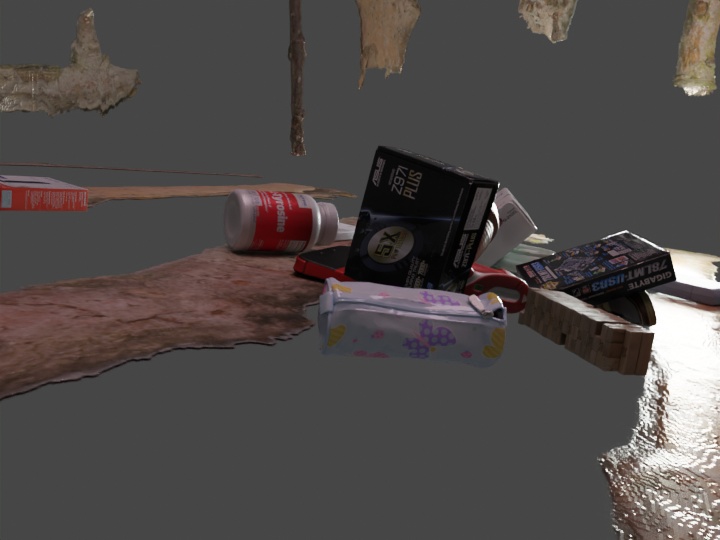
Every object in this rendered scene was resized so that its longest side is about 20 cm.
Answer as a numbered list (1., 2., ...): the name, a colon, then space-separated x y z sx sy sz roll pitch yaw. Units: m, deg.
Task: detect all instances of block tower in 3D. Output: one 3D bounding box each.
1. block tower: 0.282 0.072 0.827 0.054 0.058 0.200 4 10 -20

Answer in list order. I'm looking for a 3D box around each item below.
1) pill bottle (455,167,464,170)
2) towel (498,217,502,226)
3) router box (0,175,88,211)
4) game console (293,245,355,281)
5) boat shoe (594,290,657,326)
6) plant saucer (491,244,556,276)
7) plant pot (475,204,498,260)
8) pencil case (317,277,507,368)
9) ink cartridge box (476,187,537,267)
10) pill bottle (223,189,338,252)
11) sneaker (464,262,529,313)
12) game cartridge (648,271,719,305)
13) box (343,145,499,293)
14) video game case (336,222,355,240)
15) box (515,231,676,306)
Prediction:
1. pill bottle: 0.135 -0.096 1.217 0.200 0.112 0.112 -34 -4 21
2. towel: 0.183 -0.064 1.265 0.023 0.144 0.200 44 -2 -20
3. router box: -0.713 -0.166 1.366 0.200 0.049 0.179 17 14 39
4. game console: 0.000 0.000 1.087 0.176 0.031 0.200 19 15 21
5. boat shoe: 0.397 0.050 1.024 0.072 0.072 0.200 -22 17 1
6. plant saucer: 0.360 -0.022 1.370 0.199 0.050 0.200 8 11 -2
7. plant pot: 0.134 -0.051 1.081 0.200 0.093 0.201 2 -30 1
8. pencil case: 0.052 0.056 0.678 0.199 0.084 0.091 5 -11 -8
9. ink cartridge box: 0.279 -0.088 1.345 0.084 0.145 0.200 49 16 -5
10. pill bottle: -0.147 -0.091 1.208 0.199 0.113 0.112 0 13 -31
11. sneaker: 0.172 0.018 1.030 0.199 0.079 0.115 23 6 14
12. game cartridge: 0.675 0.031 1.360 0.133 0.041 0.200 -5 17 -35
13. box: 0.083 -0.059 0.921 0.163 0.201 0.086 27 20 33
14. video game case: -0.104 -0.100 1.514 0.182 0.024 0.200 15 13 32
15. box: 0.360 0.003 1.016 0.198 0.050 0.200 -20 10 8
